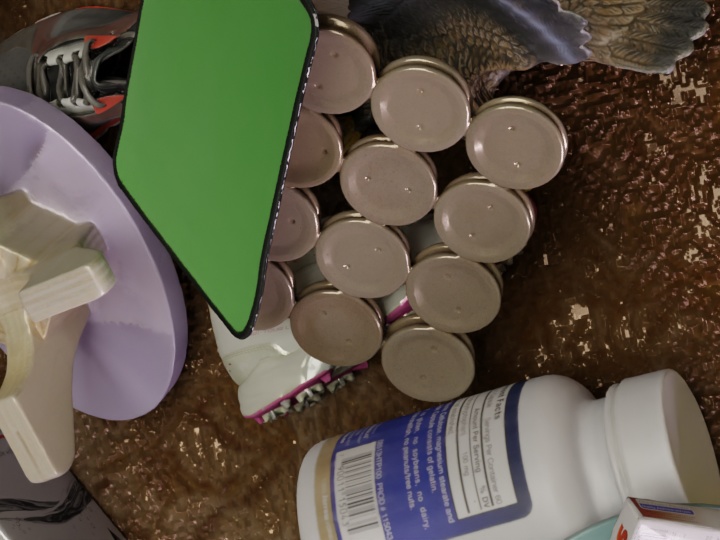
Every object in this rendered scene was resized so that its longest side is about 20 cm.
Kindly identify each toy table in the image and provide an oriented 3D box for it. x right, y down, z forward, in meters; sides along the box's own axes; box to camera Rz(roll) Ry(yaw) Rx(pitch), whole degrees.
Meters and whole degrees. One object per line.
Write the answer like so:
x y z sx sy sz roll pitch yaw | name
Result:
-0.183 0.011 1.617 0.184 0.117 0.200 -33 99 33 | toy table

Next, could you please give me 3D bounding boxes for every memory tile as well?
0.009 -0.028 1.508 0.153 0.017 0.201 21 130 -1 | memory tile

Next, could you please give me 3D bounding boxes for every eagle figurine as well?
0.059 -0.112 1.540 0.151 0.152 0.200 35 128 -21 | eagle figurine

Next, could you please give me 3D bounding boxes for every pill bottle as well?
0.079 0.120 1.556 0.199 0.120 0.120 -17 88 19 | pill bottle

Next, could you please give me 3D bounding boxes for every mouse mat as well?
-0.075 -0.086 1.507 0.161 0.007 0.201 51 139 41 | mouse mat

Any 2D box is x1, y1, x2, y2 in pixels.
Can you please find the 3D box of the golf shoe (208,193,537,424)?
0.000 0.000 1.605 0.200 0.075 0.092 -34 78 18 | golf shoe

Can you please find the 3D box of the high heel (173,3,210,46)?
-0.052 -0.178 1.567 0.067 0.200 0.096 25 114 -21 | high heel

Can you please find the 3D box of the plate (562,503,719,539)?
0.150 0.207 1.519 0.199 0.026 0.201 -6 119 -10 | plate

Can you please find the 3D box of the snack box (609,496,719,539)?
0.133 0.204 1.484 0.072 0.024 0.201 9 116 -21 | snack box

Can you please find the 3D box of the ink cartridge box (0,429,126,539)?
-0.202 0.142 1.666 0.068 0.116 0.200 -45 79 17 | ink cartridge box

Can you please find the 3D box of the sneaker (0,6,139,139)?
-0.143 -0.112 1.645 0.199 0.082 0.077 -14 89 21 | sneaker
